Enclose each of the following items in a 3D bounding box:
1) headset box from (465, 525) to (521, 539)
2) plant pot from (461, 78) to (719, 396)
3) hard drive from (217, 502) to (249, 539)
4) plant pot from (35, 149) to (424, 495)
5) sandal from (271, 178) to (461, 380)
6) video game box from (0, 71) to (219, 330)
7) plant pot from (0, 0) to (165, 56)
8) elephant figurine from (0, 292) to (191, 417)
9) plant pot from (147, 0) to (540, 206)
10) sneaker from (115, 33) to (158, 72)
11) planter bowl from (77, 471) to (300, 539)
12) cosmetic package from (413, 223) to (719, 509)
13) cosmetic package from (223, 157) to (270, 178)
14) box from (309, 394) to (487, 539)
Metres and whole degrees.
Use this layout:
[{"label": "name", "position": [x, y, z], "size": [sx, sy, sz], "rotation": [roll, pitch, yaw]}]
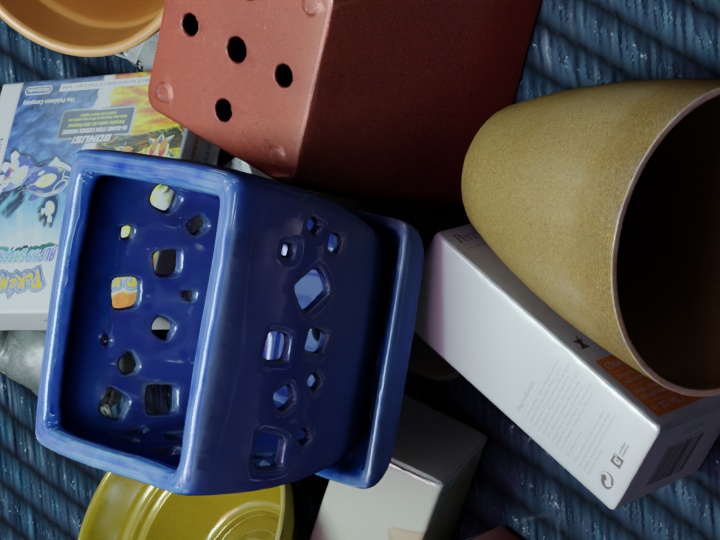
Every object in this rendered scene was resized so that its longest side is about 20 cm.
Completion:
[{"label": "headset box", "position": [0.110, 0.281, 1.714], "size": [0.200, 0.075, 0.149], "rotation": [34, 121, 29]}, {"label": "plant pot", "position": [0.159, -0.038, 1.543], "size": [0.200, 0.186, 0.187], "rotation": [20, 115, 52]}, {"label": "hard drive", "position": [-0.121, 0.206, 1.882], "size": [0.132, 0.025, 0.201], "rotation": [-41, 54, 39]}, {"label": "plant pot", "position": [-0.076, 0.036, 1.619], "size": [0.200, 0.179, 0.201], "rotation": [13, 94, 53]}, {"label": "sandal", "position": [0.000, 0.000, 1.739], "size": [0.200, 0.054, 0.080], "rotation": [51, 135, 2]}, {"label": "video game box", "position": [-0.194, -0.049, 1.804], "size": [0.199, 0.047, 0.183], "rotation": [-2, 72, 38]}, {"label": "plant pot", "position": [-0.165, -0.262, 1.726], "size": [0.199, 0.140, 0.201], "rotation": [12, 118, 25]}, {"label": "elephant figurine", "position": [-0.192, -0.003, 1.878], "size": [0.155, 0.142, 0.200], "rotation": [34, 108, -4]}, {"label": "plant pot", "position": [-0.023, -0.154, 1.651], "size": [0.200, 0.176, 0.200], "rotation": [30, 119, 31]}, {"label": "sneaker", "position": [-0.157, -0.166, 1.830], "size": [0.200, 0.075, 0.082], "rotation": [7, 108, 41]}, {"label": "planter bowl", "position": [-0.103, 0.199, 1.772], "size": [0.200, 0.083, 0.201], "rotation": [-22, 54, 33]}, {"label": "cosmetic package", "position": [0.132, 0.053, 1.621], "size": [0.200, 0.101, 0.071], "rotation": [41, 124, 24]}, {"label": "cosmetic package", "position": [-0.060, 0.021, 1.790], "size": [0.082, 0.051, 0.201], "rotation": [-30, 73, 44]}, {"label": "box", "position": [0.011, 0.195, 1.757], "size": [0.078, 0.095, 0.201], "rotation": [26, 119, 14]}]
